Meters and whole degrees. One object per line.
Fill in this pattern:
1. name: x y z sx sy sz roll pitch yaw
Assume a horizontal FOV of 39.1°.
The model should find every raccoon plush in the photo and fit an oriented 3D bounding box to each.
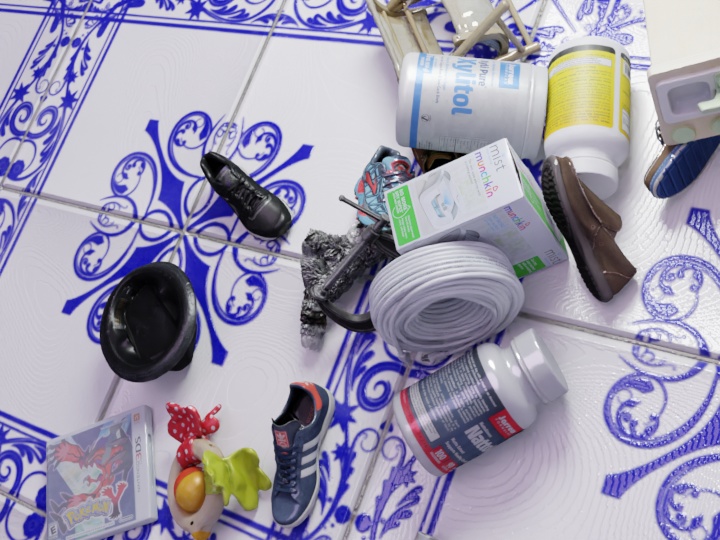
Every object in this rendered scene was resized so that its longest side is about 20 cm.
1. raccoon plush: -0.011 0.017 1.474 0.133 0.097 0.202 3 98 16

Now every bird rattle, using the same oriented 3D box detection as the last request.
1. bird rattle: -0.234 0.287 1.446 0.199 0.112 0.164 31 101 39

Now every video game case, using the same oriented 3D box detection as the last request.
1. video game case: -0.403 0.322 1.567 0.199 0.023 0.183 -22 59 19

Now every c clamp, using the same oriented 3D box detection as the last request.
1. c clamp: 0.000 0.000 1.390 0.200 0.170 0.027 -55 21 33

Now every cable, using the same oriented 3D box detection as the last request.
1. cable: 0.110 0.037 1.301 0.199 0.200 0.070 -20 56 16

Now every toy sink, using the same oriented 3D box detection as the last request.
1. toy sink: 0.409 -0.236 1.227 0.111 0.131 0.201 -12 52 22

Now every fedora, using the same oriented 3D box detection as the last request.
1. fedora: -0.311 0.089 1.580 0.199 0.092 0.202 -12 63 24

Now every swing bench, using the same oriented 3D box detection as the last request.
1. swing bench: 0.131 -0.378 1.531 0.199 0.130 0.200 -31 57 20

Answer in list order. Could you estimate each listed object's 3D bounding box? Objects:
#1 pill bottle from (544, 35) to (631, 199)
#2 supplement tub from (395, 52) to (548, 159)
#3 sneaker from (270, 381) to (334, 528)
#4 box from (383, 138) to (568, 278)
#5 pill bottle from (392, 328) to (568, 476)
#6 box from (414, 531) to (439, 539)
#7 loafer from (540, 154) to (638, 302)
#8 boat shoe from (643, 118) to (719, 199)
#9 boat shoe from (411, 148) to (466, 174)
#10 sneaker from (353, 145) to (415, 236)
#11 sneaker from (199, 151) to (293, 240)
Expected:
1. pill bottle: 0.303 -0.200 1.357 0.112 0.112 0.202 -4 65 27
2. supplement tub: 0.152 -0.227 1.403 0.198 0.132 0.133 5 68 4
3. sneaker: -0.096 0.247 1.391 0.074 0.084 0.202 -1 68 29
4. box: 0.154 -0.060 1.323 0.175 0.200 0.097 -22 59 18
5. pill bottle: 0.152 0.161 1.270 0.199 0.120 0.120 -32 56 13
6. box: 0.102 0.438 1.213 0.158 0.048 0.201 18 77 33
7. loafer: 0.291 -0.061 1.286 0.071 0.201 0.073 -27 13 -3
8. boat shoe: 0.423 -0.178 1.313 0.200 0.072 0.072 -48 49 -11
9. boat shoe: 0.122 -0.156 1.465 0.072 0.068 0.201 -38 54 10
10. sneaker: 0.038 -0.116 1.434 0.200 0.079 0.096 -110 38 -58
11. sneaker: -0.192 -0.120 1.612 0.076 0.088 0.200 -50 54 -1
